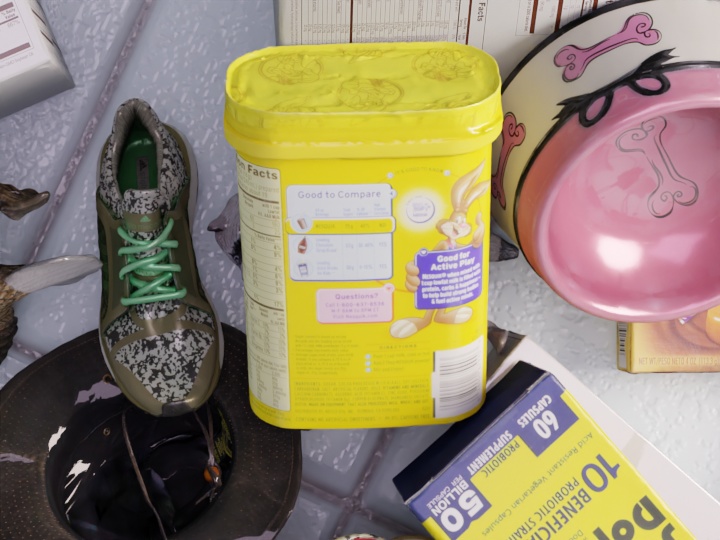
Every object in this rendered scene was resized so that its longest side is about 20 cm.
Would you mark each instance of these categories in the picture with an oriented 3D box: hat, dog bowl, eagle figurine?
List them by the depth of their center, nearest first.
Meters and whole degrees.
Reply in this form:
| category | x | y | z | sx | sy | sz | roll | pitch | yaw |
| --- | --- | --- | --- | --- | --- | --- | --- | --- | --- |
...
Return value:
| category | x | y | z | sx | sy | sz | roll | pitch | yaw |
| --- | --- | --- | --- | --- | --- | --- | --- | --- | --- |
| dog bowl | 0.168 | -0.053 | 1.052 | 0.198 | 0.074 | 0.202 | -7 | 134 | -7 |
| eagle figurine | -0.263 | 0.029 | 1.095 | 0.151 | 0.150 | 0.202 | 29 | 81 | -39 |
| hat | -0.131 | 0.125 | 1.131 | 0.198 | 0.081 | 0.203 | 0 | 64 | 1 |

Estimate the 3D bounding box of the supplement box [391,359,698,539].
| category | x | y | z | sx | sy | sz | roll | pitch | yaw |
| --- | --- | --- | --- | --- | --- | --- | --- | --- | --- |
| supplement box | 0.124 | 0.163 | 1.061 | 0.109 | 0.110 | 0.200 | -42 | 93 | -2 |

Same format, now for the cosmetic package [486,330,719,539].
| category | x | y | z | sx | sy | sz | roll | pitch | yaw |
| --- | --- | --- | --- | --- | --- | --- | --- | --- | --- |
| cosmetic package | 0.156 | 0.121 | 1.158 | 0.200 | 0.083 | 0.051 | 41 | 90 | -2 |

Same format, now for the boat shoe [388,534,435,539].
| category | x | y | z | sx | sy | sz | roll | pitch | yaw |
| --- | --- | --- | --- | --- | --- | --- | --- | --- | --- |
| boat shoe | 0.019 | 0.257 | 1.076 | 0.073 | 0.069 | 0.203 | 5 | 96 | -7 |

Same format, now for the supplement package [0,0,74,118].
| category | x | y | z | sx | sy | sz | roll | pitch | yaw |
| --- | --- | --- | --- | --- | --- | --- | --- | --- | --- |
| supplement package | -0.284 | -0.126 | 1.093 | 0.198 | 0.156 | 0.112 | -23 | 92 | -3 |

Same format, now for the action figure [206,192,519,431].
| category | x | y | z | sx | sy | sz | roll | pitch | yaw |
| --- | --- | --- | --- | --- | --- | --- | --- | --- | --- |
| action figure | 0.000 | 0.000 | 1.153 | 0.191 | 0.105 | 0.202 | 11 | 103 | 4 |

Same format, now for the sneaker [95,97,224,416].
| category | x | y | z | sx | sy | sz | roll | pitch | yaw |
| --- | --- | --- | --- | --- | --- | --- | --- | --- | --- |
| sneaker | -0.129 | -0.013 | 1.108 | 0.076 | 0.089 | 0.202 | -11 | 67 | -1 |

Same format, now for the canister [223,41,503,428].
| category | x | y | z | sx | sy | sz | roll | pitch | yaw |
| --- | --- | --- | --- | --- | --- | --- | --- | --- | --- |
| canister | 0.002 | -0.016 | 1.033 | 0.147 | 0.087 | 0.202 | -1 | 121 | -1 |

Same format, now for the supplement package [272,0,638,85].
| category | x | y | z | sx | sy | sz | roll | pitch | yaw |
| --- | --- | --- | --- | --- | --- | --- | --- | --- | --- |
| supplement package | 0.046 | -0.202 | 1.082 | 0.197 | 0.148 | 0.193 | -2 | 55 | -3 |

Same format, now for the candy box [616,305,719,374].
| category | x | y | z | sx | sy | sz | roll | pitch | yaw |
| --- | --- | --- | --- | --- | --- | --- | --- | --- | --- |
| candy box | 0.220 | -0.037 | 1.175 | 0.115 | 0.056 | 0.203 | 0 | 88 | -2 |

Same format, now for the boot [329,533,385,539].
| category | x | y | z | sx | sy | sz | roll | pitch | yaw |
| --- | --- | --- | --- | --- | --- | --- | --- | --- | --- |
| boot | -0.078 | 0.217 | 1.053 | 0.203 | 0.153 | 0.074 | -36 | 94 | -30 |
